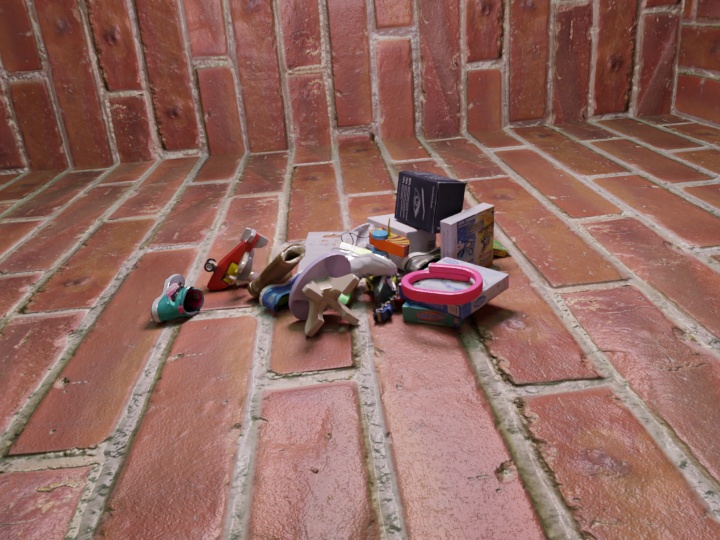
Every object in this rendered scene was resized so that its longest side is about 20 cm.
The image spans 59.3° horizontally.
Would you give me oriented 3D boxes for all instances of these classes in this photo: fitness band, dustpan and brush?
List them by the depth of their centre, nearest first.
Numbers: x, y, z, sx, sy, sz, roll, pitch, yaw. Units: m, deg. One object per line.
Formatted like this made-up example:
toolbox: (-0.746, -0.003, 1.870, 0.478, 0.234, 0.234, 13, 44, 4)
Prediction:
fitness band: (0.195, 0.031, 1.518, 0.199, 0.038, 0.144, 5, 28, 25)
dustpan and brush: (-0.036, -0.046, 1.905, 0.199, 0.140, 0.057, -29, -23, 21)

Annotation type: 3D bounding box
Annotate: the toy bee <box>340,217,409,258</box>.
toy bee: (0.063, -0.098, 1.816, 0.199, 0.131, 0.109, 34, 36, 14)

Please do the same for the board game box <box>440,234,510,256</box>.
board game box: (0.351, -0.081, 1.922, 0.198, 0.030, 0.096, 7, 20, -15)

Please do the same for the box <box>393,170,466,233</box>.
box: (0.198, -0.200, 1.831, 0.104, 0.149, 0.200, -5, 20, -32)

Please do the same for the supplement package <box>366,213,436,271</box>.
supplement package: (0.121, -0.090, 1.914, 0.119, 0.122, 0.200, -12, 23, -33)

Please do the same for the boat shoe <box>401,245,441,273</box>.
boat shoe: (0.210, -0.022, 1.823, 0.201, 0.072, 0.060, -13, 44, -36)

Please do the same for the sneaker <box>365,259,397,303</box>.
sneaker: (0.052, 0.040, 1.723, 0.084, 0.075, 0.200, -17, 18, 16)

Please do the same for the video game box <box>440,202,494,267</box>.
video game box: (0.303, -0.076, 1.783, 0.199, 0.184, 0.047, -24, 33, -37)

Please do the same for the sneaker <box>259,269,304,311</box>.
sneaker: (-0.169, 0.063, 1.707, 0.199, 0.079, 0.089, -27, 42, -31)

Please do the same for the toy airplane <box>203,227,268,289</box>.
toy airplane: (-0.341, -0.025, 1.843, 0.199, 0.141, 0.200, -27, 18, 44)

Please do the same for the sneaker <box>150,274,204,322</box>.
sneaker: (-0.481, 0.066, 1.722, 0.120, 0.084, 0.200, -7, 30, 7)

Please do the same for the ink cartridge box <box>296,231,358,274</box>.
ink cartridge box: (-0.094, -0.034, 1.856, 0.161, 0.050, 0.201, 0, 41, 10)

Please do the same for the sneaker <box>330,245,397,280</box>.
sneaker: (0.000, 0.000, 1.669, 0.199, 0.075, 0.089, 12, 66, 27)

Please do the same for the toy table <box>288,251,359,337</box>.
toy table: (-0.086, 0.060, 1.565, 0.183, 0.201, 0.117, 22, 16, -33)

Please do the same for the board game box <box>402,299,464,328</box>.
board game box: (0.210, 0.074, 1.623, 0.151, 0.045, 0.200, 5, 26, 22)

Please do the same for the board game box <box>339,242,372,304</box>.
board game box: (-0.046, 0.010, 1.726, 0.095, 0.030, 0.201, 18, 49, 12)

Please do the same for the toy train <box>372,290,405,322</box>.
toy train: (0.095, 0.076, 1.633, 0.046, 0.034, 0.200, 7, 31, 36)

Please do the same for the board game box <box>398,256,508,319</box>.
board game box: (0.234, 0.039, 1.584, 0.199, 0.044, 0.198, 19, 35, 42)

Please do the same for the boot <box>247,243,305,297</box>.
boot: (-0.205, -0.010, 1.734, 0.200, 0.066, 0.175, -41, 0, 41)
